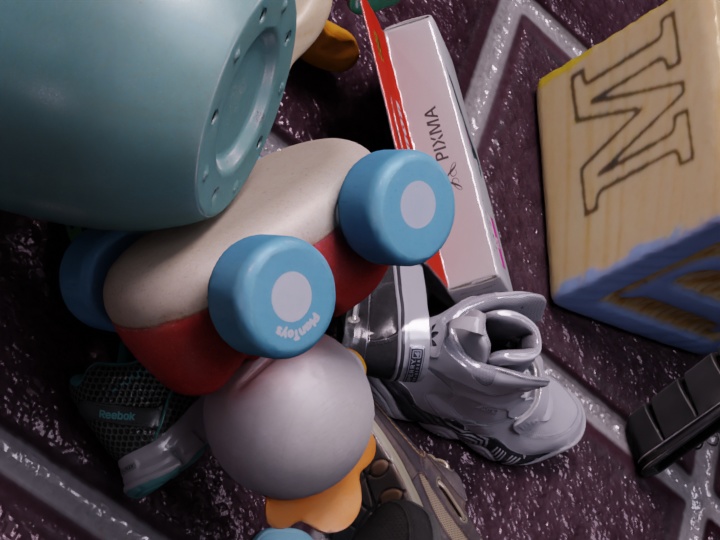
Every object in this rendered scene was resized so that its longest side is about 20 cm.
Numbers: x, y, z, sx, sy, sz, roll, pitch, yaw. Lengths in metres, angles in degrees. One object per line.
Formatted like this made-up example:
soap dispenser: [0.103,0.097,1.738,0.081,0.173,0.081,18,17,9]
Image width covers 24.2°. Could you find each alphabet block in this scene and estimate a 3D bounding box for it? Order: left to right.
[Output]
alphabet block: [0.270,-0.072,1.313,0.195,0.196,0.201,18,58,-37]

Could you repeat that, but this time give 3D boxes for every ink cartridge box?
ink cartridge box: [0.055,-0.083,1.166,0.174,0.043,0.201,49,27,-73]

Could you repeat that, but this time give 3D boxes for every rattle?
rattle: [-0.071,-0.115,1.108,0.129,0.143,0.201,-2,52,5]

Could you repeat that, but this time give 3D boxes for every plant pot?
plant pot: [-0.128,-0.110,0.855,0.160,0.201,0.201,21,48,10]

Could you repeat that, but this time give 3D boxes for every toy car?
toy car: [-0.035,0.047,0.930,0.177,0.184,0.201,-36,115,-32]

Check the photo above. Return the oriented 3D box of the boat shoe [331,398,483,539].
boat shoe: [0.028,0.155,1.081,0.201,0.074,0.073,62,32,-10]

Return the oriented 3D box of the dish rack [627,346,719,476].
dish rack: [0.310,0.090,1.307,0.199,0.153,0.055,-5,61,-45]

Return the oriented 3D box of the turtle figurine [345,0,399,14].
turtle figurine: [-0.041,-0.272,1.186,0.150,0.101,0.200,35,16,-52]

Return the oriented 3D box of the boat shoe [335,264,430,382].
boat shoe: [0.000,0.002,1.100,0.068,0.074,0.200,4,39,-9]

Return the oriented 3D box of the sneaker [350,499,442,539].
sneaker: [-0.019,0.192,0.955,0.082,0.073,0.200,50,46,-13]

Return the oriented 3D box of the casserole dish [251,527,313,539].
casserole dish: [-0.027,0.248,1.000,0.121,0.039,0.201,11,62,-38]

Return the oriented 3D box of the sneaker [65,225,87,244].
sneaker: [-0.095,-0.042,1.051,0.199,0.078,0.086,-11,77,-44]

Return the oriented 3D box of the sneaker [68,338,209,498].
sneaker: [-0.098,0.043,1.012,0.091,0.078,0.200,49,44,-7]

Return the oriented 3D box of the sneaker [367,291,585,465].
sneaker: [0.105,0.075,1.148,0.199,0.115,0.075,21,58,-34]
